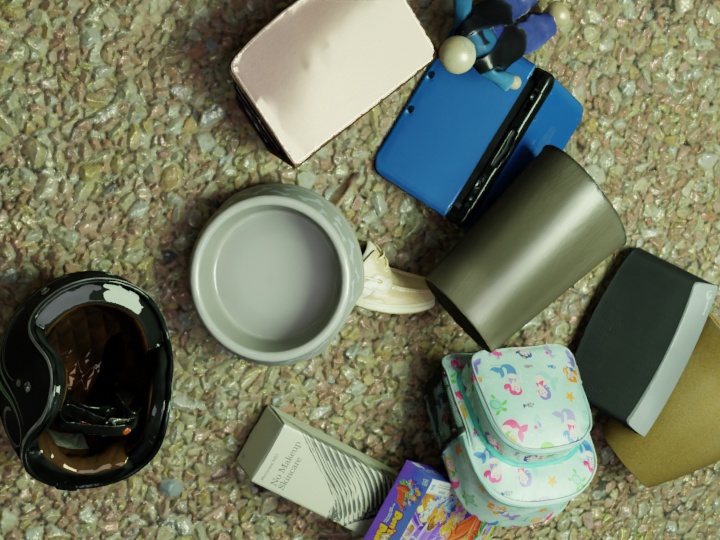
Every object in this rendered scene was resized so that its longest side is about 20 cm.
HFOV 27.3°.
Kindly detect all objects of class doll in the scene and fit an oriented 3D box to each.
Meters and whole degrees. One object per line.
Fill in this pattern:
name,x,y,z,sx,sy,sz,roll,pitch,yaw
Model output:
doll,0.147,-0.265,1.618,0.200,0.048,0.137,-37,98,-41

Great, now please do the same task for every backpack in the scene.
backpack,0.181,0.187,1.712,0.175,0.151,0.203,-2,66,-23

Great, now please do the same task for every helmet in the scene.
helmet,-0.285,0.105,1.531,0.197,0.192,0.201,-9,142,-7

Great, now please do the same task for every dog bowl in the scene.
dog bowl,-0.095,0.007,1.605,0.197,0.059,0.203,0,94,3

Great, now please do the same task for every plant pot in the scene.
plant pot,0.404,0.170,1.843,0.200,0.187,0.186,-41,116,12

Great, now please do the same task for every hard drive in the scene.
hard drive,0.333,0.083,1.796,0.042,0.134,0.202,18,99,-52

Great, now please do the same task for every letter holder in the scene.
letter holder,-0.043,-0.232,1.577,0.199,0.100,0.143,-38,113,-7

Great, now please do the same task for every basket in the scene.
basket,0.181,-0.016,1.662,0.200,0.136,0.181,-43,156,-4

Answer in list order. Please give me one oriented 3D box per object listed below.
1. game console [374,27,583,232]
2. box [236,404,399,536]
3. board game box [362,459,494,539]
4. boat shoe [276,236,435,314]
game console,0.140,-0.153,1.716,0.201,0.118,0.170,-58,147,3
box,-0.040,0.240,1.732,0.199,0.068,0.083,29,94,-26
board game box,0.087,0.307,1.765,0.199,0.045,0.136,24,96,-55
boat shoe,0.000,0.000,1.675,0.197,0.074,0.070,9,108,-23
